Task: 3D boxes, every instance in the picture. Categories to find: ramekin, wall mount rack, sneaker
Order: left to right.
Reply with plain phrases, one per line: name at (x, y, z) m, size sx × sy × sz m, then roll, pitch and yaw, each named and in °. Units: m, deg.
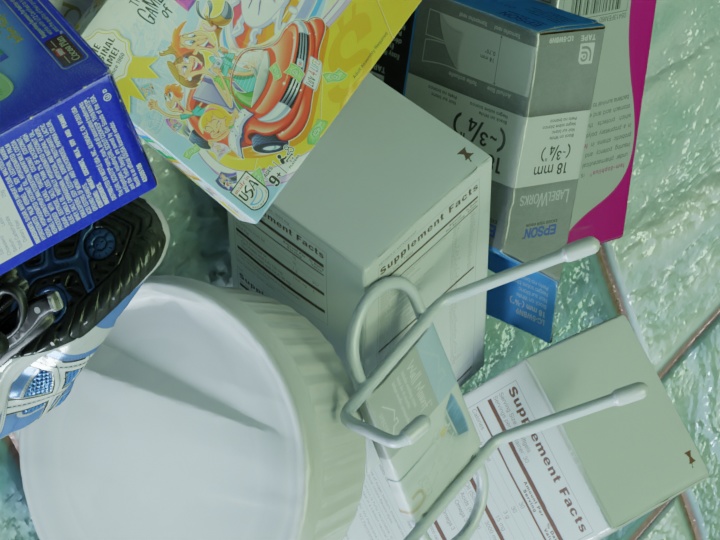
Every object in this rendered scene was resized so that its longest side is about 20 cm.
sneaker at (-0.174, 0.028, 1.554) m, size 0.200 × 0.076 × 0.077 m, roll -39°, pitch 158°, yaw 20°
ramekin at (-0.086, 0.100, 1.628) m, size 0.094 × 0.201 × 0.204 m, roll -11°, pitch 117°, yaw -56°
wall mount rack at (0.072, 0.073, 1.631) m, size 0.174 × 0.074 × 0.201 m, roll -47°, pitch 136°, yaw -27°

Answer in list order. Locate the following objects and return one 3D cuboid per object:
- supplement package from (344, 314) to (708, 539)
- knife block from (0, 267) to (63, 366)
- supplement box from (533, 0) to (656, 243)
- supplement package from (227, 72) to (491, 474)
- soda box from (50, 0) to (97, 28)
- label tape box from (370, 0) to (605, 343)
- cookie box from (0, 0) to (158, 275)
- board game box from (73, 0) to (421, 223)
supplement package at (0.092, 0.130, 1.801) m, size 0.117 × 0.200 × 0.118 m, roll -19°, pitch 80°, yaw -51°
knife block at (-0.241, 0.061, 1.429) m, size 0.200 × 0.176 × 0.064 m, roll -39°, pitch 90°, yaw -12°
supplement box at (0.109, -0.118, 1.799) m, size 0.101 × 0.103 × 0.201 m, roll -14°, pitch 118°, yaw -44°
supplement package at (0.000, 0.000, 1.690) m, size 0.114 × 0.109 × 0.201 m, roll -41°, pitch 152°, yaw -27°
soda box at (-0.162, -0.143, 1.517) m, size 0.068 × 0.063 × 0.201 m, roll 16°, pitch 96°, yaw -50°
label tape box at (0.059, -0.068, 1.734) m, size 0.063 × 0.144 × 0.201 m, roll -11°, pitch 117°, yaw -44°
cookie box at (-0.221, -0.053, 1.374) m, size 0.199 × 0.171 × 0.075 m, roll -30°, pitch 127°, yaw -10°
board game box at (-0.049, -0.144, 1.505) m, size 0.134 × 0.034 × 0.200 m, roll 38°, pitch 83°, yaw -18°
